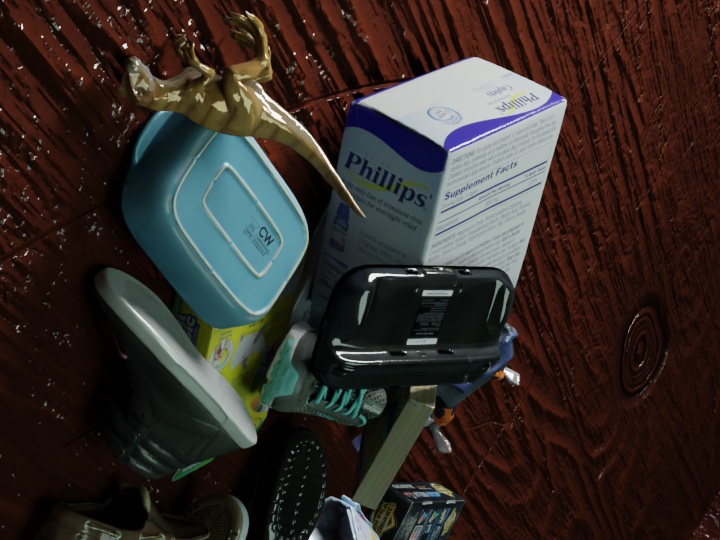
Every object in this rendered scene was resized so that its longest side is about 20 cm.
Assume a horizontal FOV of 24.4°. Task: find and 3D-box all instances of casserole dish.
[{"bbox_3d":[-0.098,-0.038,1.213,0.122,0.039,0.200,-58,141,-22],"label":"casserole dish"}]

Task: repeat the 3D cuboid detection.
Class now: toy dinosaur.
[{"bbox_3d":[-0.081,-0.116,1.160,0.199,0.060,0.107,19,78,-28],"label":"toy dinosaur"}]

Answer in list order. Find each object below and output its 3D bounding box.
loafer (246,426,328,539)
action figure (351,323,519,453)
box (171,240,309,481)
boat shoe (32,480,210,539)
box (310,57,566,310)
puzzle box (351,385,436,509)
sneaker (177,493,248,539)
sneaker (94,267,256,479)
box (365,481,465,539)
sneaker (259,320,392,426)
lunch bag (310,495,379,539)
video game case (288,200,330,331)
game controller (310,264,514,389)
[{"bbox_3d":[-0.089,0.240,1.546,0.073,0.071,0.201,19,84,-49],"label":"loafer"},{"bbox_3d":[0.069,0.111,1.708,0.199,0.105,0.194,-32,143,-1],"label":"action figure"},{"bbox_3d":[-0.110,0.068,1.349,0.117,0.048,0.201,-23,133,-53],"label":"box"},{"bbox_3d":[-0.181,0.208,1.333,0.202,0.074,0.075,3,107,-62],"label":"boat shoe"},{"bbox_3d":[0.066,-0.059,1.425,0.184,0.105,0.201,-27,138,-48],"label":"box"},{"bbox_3d":[0.036,0.103,1.508,0.201,0.025,0.134,-81,-166,-55],"label":"puzzle box"},{"bbox_3d":[-0.138,0.281,1.484,0.108,0.070,0.201,6,117,-58],"label":"sneaker"},{"bbox_3d":[-0.165,0.087,1.238,0.099,0.071,0.200,-29,129,7],"label":"sneaker"},{"bbox_3d":[0.030,0.336,1.878,0.201,0.046,0.159,-64,154,6],"label":"box"},{"bbox_3d":[-0.021,0.093,1.394,0.078,0.091,0.200,-67,168,4],"label":"sneaker"},{"bbox_3d":[-0.040,0.338,1.666,0.201,0.127,0.170,-59,157,-19],"label":"lunch bag"},{"bbox_3d":[0.000,0.000,1.508,0.183,0.023,0.200,-62,155,2],"label":"video game case"},{"bbox_3d":[0.047,0.045,1.355,0.199,0.042,0.105,1,106,-43],"label":"game controller"}]
